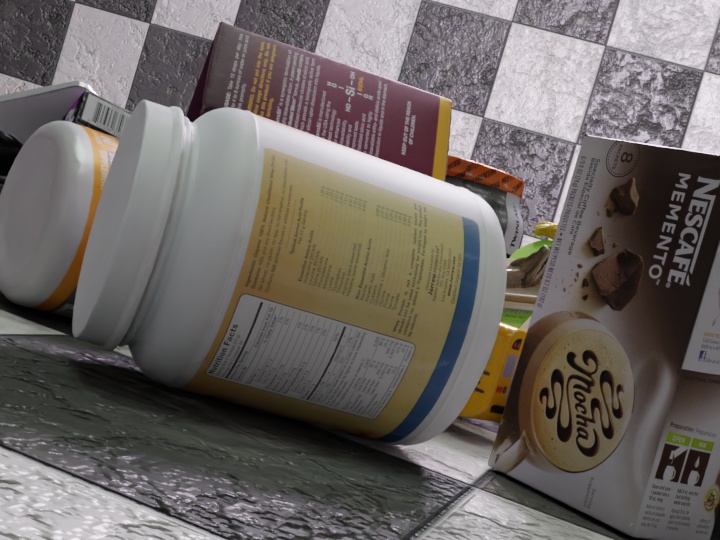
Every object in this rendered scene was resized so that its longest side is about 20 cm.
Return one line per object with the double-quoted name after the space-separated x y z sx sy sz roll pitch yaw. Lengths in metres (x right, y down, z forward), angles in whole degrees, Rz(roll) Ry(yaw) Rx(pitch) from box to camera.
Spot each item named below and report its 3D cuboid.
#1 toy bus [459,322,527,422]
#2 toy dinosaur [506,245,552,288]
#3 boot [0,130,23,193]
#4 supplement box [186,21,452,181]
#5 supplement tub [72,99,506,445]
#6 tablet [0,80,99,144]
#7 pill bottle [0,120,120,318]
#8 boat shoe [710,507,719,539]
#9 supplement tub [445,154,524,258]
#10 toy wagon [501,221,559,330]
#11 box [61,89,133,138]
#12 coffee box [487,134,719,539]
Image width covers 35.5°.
0.024 0.052 0.803 0.198 0.080 0.065 19 2 33 "toy bus"
0.028 0.003 0.747 0.197 0.059 0.101 4 -8 32 "toy dinosaur"
-0.189 -0.035 0.825 0.196 0.071 0.132 7 -28 0 "boot"
-0.039 -0.104 0.899 0.197 0.087 0.110 16 -30 -15 "supplement box"
-0.038 0.001 0.593 0.197 0.147 0.144 17 1 -19 "supplement tub"
-0.224 -0.079 0.915 0.128 0.014 0.201 -5 -33 21 "tablet"
-0.128 -0.015 0.736 0.198 0.118 0.116 16 2 -38 "pill bottle"
0.193 0.114 0.694 0.200 0.076 0.064 10 0 42 "boat shoe"
0.081 0.000 1.056 0.120 0.203 0.123 17 2 -1 "supplement tub"
0.110 0.031 0.891 0.154 0.200 0.040 5 -52 47 "toy wagon"
-0.198 -0.056 0.901 0.142 0.037 0.199 25 -35 -27 "box"
0.161 0.036 0.633 0.079 0.203 0.112 16 2 -39 "coffee box"
